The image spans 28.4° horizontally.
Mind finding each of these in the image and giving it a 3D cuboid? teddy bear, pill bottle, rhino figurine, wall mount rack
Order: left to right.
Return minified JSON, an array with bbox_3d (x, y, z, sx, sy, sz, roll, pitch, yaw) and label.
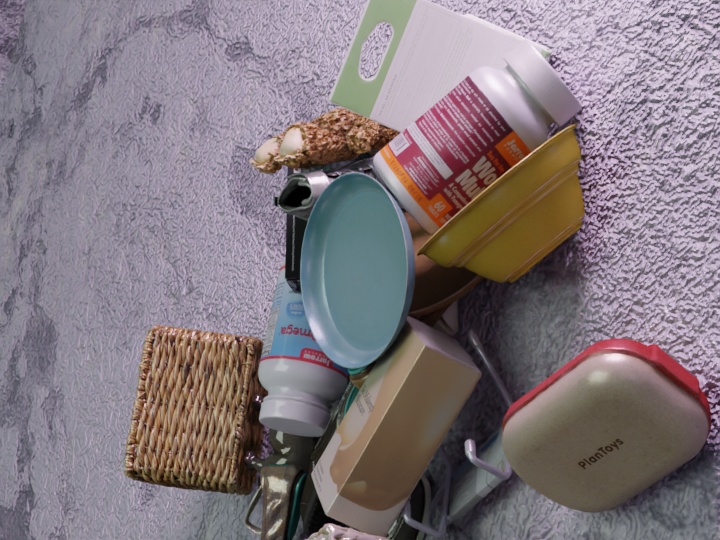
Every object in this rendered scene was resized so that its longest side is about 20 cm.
[{"bbox_3d":[-0.087,0.173,1.757,0.087,0.060,0.201,-5,72,38],"label":"rhino figurine"},{"bbox_3d":[-0.061,0.089,1.686,0.109,0.108,0.201,-19,56,55],"label":"pill bottle"},{"bbox_3d":[-0.027,-0.143,1.588,0.145,0.200,0.067,-21,91,38],"label":"teddy bear"},{"bbox_3d":[0.102,0.169,1.444,0.200,0.074,0.174,-49,19,36],"label":"wall mount rack"},{"bbox_3d":[0.119,-0.135,1.441,0.200,0.110,0.110,-39,40,9],"label":"pill bottle"}]

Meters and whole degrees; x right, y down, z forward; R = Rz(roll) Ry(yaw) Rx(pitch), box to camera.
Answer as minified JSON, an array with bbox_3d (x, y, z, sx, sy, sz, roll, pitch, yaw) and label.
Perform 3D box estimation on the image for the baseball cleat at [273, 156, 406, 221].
[{"bbox_3d":[-0.002,-0.089,1.554,0.199,0.106,0.070,-17,83,27],"label":"baseball cleat"}]

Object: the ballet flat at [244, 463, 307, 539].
[{"bbox_3d":[-0.109,0.324,1.703,0.068,0.067,0.201,-17,-62,-75],"label":"ballet flat"}]

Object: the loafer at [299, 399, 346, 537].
[{"bbox_3d":[-0.028,0.210,1.634,0.201,0.073,0.071,-65,32,16],"label":"loafer"}]

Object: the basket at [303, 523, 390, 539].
[{"bbox_3d":[0.002,0.372,1.407,0.198,0.199,0.162,-41,39,43],"label":"basket"}]

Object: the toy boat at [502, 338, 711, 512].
[{"bbox_3d":[0.216,0.119,1.254,0.200,0.130,0.131,-43,13,41],"label":"toy boat"}]

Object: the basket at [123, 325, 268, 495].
[{"bbox_3d":[-0.203,0.180,1.818,0.143,0.148,0.201,54,-139,-76],"label":"basket"}]

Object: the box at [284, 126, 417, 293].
[{"bbox_3d":[-0.006,-0.078,1.653,0.157,0.050,0.201,-4,67,12],"label":"box"}]

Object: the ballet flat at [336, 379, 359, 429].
[{"bbox_3d":[0.024,0.119,1.559,0.072,0.072,0.201,-21,37,54],"label":"ballet flat"}]

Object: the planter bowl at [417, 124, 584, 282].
[{"bbox_3d":[0.157,-0.047,1.386,0.084,0.200,0.200,52,133,5],"label":"planter bowl"}]

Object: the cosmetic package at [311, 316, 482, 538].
[{"bbox_3d":[0.033,0.156,1.429,0.201,0.071,0.105,-61,17,8],"label":"cosmetic package"}]

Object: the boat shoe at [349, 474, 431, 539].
[{"bbox_3d":[0.012,0.304,1.543,0.202,0.060,0.072,-65,33,18],"label":"boat shoe"}]

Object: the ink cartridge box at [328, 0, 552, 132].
[{"bbox_3d":[0.085,-0.207,1.516,0.048,0.199,0.146,-41,-25,-74],"label":"ink cartridge box"}]

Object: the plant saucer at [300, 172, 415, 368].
[{"bbox_3d":[0.000,0.000,1.464,0.200,0.027,0.202,-1,89,57],"label":"plant saucer"}]

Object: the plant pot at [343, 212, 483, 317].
[{"bbox_3d":[0.071,-0.018,1.527,0.199,0.028,0.201,-21,37,17],"label":"plant pot"}]

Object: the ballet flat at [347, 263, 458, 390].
[{"bbox_3d":[0.063,0.063,1.527,0.068,0.072,0.200,-14,35,54],"label":"ballet flat"}]
